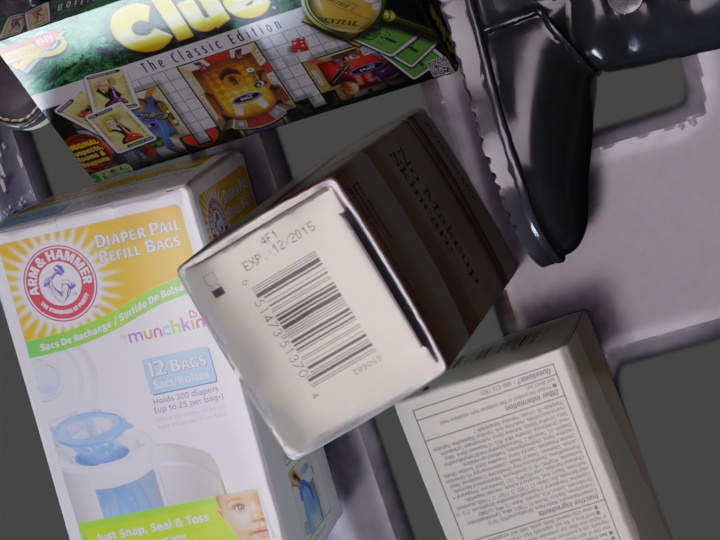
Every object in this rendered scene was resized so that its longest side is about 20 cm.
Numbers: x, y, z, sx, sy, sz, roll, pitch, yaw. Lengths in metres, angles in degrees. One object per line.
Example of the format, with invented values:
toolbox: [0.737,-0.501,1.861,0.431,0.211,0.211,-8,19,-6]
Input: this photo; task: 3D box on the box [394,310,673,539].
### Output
box: [0.099,0.132,1.220,0.095,0.078,0.200,-18,98,16]

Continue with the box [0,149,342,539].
box: [-0.095,0.053,1.234,0.112,0.101,0.200,-12,100,15]

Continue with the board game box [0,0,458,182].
board game box: [-0.064,-0.108,1.192,0.200,0.023,0.105,-16,131,20]

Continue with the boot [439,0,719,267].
boot: [0.149,-0.105,1.167,0.200,0.066,0.165,-17,100,12]

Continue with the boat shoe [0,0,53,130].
boat shoe: [-0.156,-0.160,1.218,0.073,0.065,0.200,18,107,6]

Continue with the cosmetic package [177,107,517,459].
cosmetic package: [0.000,0.000,1.150,0.087,0.200,0.103,-31,96,16]
